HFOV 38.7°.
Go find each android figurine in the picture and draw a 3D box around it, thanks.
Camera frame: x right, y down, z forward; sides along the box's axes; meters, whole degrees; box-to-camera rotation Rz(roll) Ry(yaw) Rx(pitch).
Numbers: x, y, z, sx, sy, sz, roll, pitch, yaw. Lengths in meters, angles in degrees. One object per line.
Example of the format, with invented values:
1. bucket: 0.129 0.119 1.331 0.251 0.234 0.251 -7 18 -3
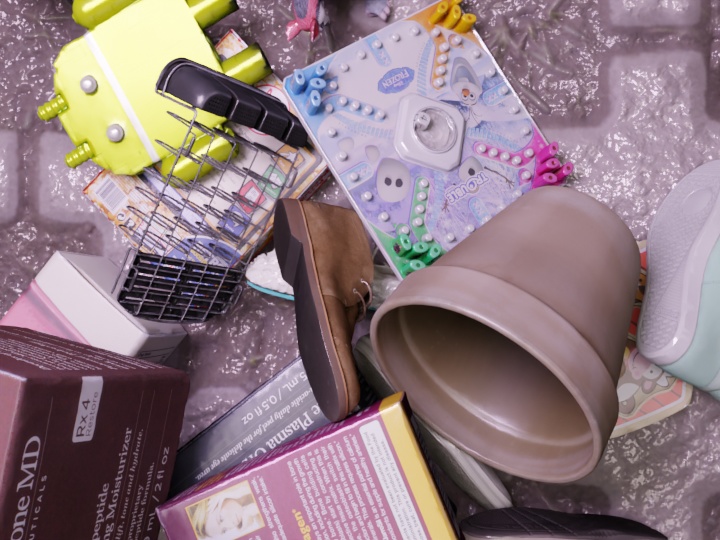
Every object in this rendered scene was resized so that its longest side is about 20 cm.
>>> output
1. android figurine: -0.180 -0.162 0.881 0.197 0.041 0.185 -27 97 2

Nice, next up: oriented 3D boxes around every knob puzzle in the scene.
1. knob puzzle: 0.207 0.059 0.904 0.215 0.030 0.225 0 88 5

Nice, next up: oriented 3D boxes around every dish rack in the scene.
1. dish rack: -0.127 -0.054 0.833 0.054 0.152 0.203 30 100 33

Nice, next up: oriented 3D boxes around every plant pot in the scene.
1. plant pot: 0.132 0.035 0.807 0.199 0.201 0.174 35 60 5

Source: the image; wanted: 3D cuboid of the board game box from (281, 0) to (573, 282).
1. board game box: 0.063 -0.121 0.876 0.198 0.026 0.202 -31 86 -26

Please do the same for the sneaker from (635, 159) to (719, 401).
1. sneaker: 0.304 0.012 0.879 0.117 0.073 0.203 34 64 -26

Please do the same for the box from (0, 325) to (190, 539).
1. box: -0.248 0.134 0.713 0.161 0.199 0.170 13 90 21

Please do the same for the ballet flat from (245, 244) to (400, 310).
1. ballet flat: 0.000 0.000 0.902 0.196 0.072 0.073 13 90 -3

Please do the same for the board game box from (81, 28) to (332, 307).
1. board game box: -0.129 -0.089 0.928 0.152 0.046 0.200 45 93 5

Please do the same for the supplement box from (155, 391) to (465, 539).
1. supplement box: -0.032 0.192 0.769 0.197 0.103 0.133 -23 87 3

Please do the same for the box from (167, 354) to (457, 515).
1. box: -0.048 0.196 0.881 0.195 0.117 0.201 -37 87 3

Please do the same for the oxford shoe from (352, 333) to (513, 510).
1. oxford shoe: 0.073 0.127 0.897 0.057 0.075 0.201 -37 86 -18

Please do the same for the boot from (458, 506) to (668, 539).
1. boot: 0.162 0.282 0.860 0.196 0.073 0.154 8 94 -27

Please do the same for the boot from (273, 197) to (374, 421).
1. boot: -0.016 0.024 0.809 0.074 0.074 0.203 0 53 -19

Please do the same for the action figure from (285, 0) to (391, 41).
1. action figure: -0.033 -0.294 0.881 0.131 0.149 0.204 4 75 -1

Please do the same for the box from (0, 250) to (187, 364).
1. box: -0.266 0.095 0.895 0.109 0.128 0.201 40 92 6
